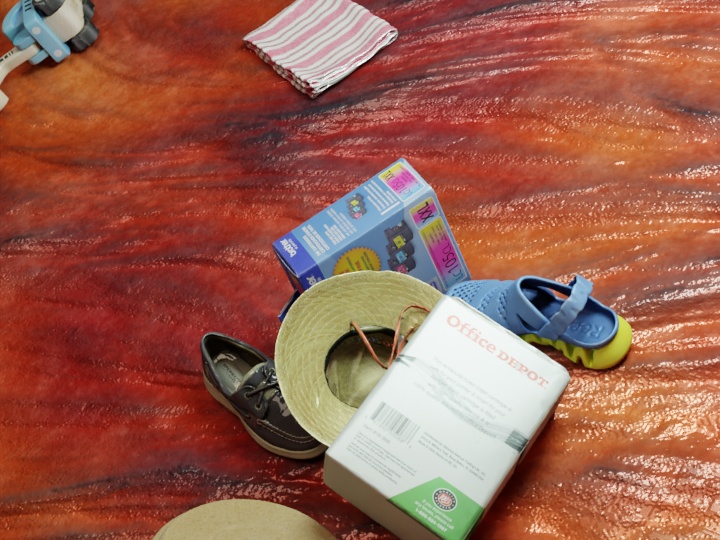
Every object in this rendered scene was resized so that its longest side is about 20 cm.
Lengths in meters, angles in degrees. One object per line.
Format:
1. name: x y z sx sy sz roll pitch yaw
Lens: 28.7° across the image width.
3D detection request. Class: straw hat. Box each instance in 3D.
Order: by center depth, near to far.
1. straw hat: 0.007 0.102 1.392 0.199 0.085 0.203 4 69 -11

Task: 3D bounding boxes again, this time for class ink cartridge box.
1. ink cartridge box: 0.080 0.145 1.289 0.146 0.083 0.200 34 66 13
2. ink cartridge box: 0.000 0.000 1.463 0.199 0.137 0.076 -32 38 -6

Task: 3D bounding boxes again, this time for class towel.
1. towel: -0.057 -0.312 1.864 0.146 0.030 0.200 -37 44 -11

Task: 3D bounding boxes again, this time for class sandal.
1. sandal: 0.168 0.034 1.387 0.198 0.087 0.080 6 54 33

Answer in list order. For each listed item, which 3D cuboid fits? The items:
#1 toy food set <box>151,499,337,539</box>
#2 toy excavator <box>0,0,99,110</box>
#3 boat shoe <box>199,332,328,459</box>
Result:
1. toy food set: -0.096 0.269 1.242 0.197 0.049 0.199 26 31 28
2. toy excavator: -0.489 -0.328 2.056 0.199 0.100 0.195 -33 40 13
3. boat shoe: -0.103 0.125 1.447 0.072 0.065 0.199 -41 46 -17
